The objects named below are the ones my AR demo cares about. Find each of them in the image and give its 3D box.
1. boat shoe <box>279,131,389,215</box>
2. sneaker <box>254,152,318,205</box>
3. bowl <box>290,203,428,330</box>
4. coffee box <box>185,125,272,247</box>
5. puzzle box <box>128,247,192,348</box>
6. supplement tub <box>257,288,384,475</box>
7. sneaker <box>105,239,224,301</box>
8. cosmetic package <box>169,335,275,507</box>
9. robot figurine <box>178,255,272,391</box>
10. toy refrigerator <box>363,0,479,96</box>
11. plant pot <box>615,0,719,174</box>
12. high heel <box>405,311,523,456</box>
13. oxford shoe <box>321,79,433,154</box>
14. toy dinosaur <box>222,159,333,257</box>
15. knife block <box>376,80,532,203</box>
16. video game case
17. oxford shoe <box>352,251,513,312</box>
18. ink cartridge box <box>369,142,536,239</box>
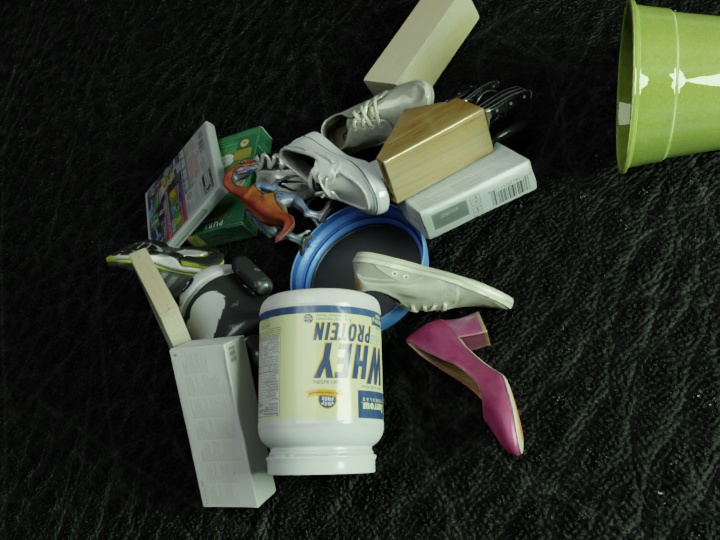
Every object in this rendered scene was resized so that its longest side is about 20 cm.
[{"bbox_3d":[-0.040,-0.123,0.971,0.065,0.074,0.200,-26,40,-25],"label":"boat shoe"},{"bbox_3d":[-0.075,-0.135,1.092,0.199,0.075,0.081,2,80,28],"label":"sneaker"},{"bbox_3d":[0.000,0.000,0.977,0.200,0.039,0.201,-14,55,21],"label":"bowl"},{"bbox_3d":[-0.215,-0.135,1.175,0.122,0.044,0.201,-12,55,24],"label":"coffee box"},{"bbox_3d":[-0.249,0.081,0.961,0.025,0.201,0.133,-25,48,-17],"label":"puzzle box"},{"bbox_3d":[-0.046,0.131,0.831,0.144,0.145,0.201,-8,74,24],"label":"supplement tub"},{"bbox_3d":[-0.299,0.005,1.088,0.199,0.081,0.074,9,22,20],"label":"sneaker"},{"bbox_3d":[-0.166,0.183,0.872,0.082,0.051,0.201,-7,97,22],"label":"cosmetic package"},{"bbox_3d":[-0.166,0.076,0.962,0.150,0.125,0.200,-41,51,-6],"label":"robot figurine"},{"bbox_3d":[0.098,-0.346,1.126,0.076,0.070,0.200,20,71,43],"label":"toy refrigerator"},{"bbox_3d":[0.399,-0.211,0.820,0.189,0.200,0.201,2,61,14],"label":"plant pot"},{"bbox_3d":[0.115,0.130,0.808,0.096,0.067,0.201,-19,48,5],"label":"high heel"},{"bbox_3d":[0.020,-0.222,1.055,0.199,0.058,0.076,-17,75,37],"label":"oxford shoe"},{"bbox_3d":[-0.131,-0.106,1.005,0.181,0.200,0.105,29,90,14],"label":"toy dinosaur"},{"bbox_3d":[0.131,-0.175,0.935,0.175,0.064,0.200,-5,36,27],"label":"knife block"},{"bbox_3d":[-0.289,-0.127,1.177,0.182,0.023,0.200,-44,41,20],"label":"video game case"},{"bbox_3d":[0.084,0.026,0.868,0.199,0.075,0.058,13,84,1],"label":"oxford shoe"},{"bbox_3d":[0.118,-0.130,0.980,0.162,0.057,0.200,-26,28,-7],"label":"ink cartridge box"}]
